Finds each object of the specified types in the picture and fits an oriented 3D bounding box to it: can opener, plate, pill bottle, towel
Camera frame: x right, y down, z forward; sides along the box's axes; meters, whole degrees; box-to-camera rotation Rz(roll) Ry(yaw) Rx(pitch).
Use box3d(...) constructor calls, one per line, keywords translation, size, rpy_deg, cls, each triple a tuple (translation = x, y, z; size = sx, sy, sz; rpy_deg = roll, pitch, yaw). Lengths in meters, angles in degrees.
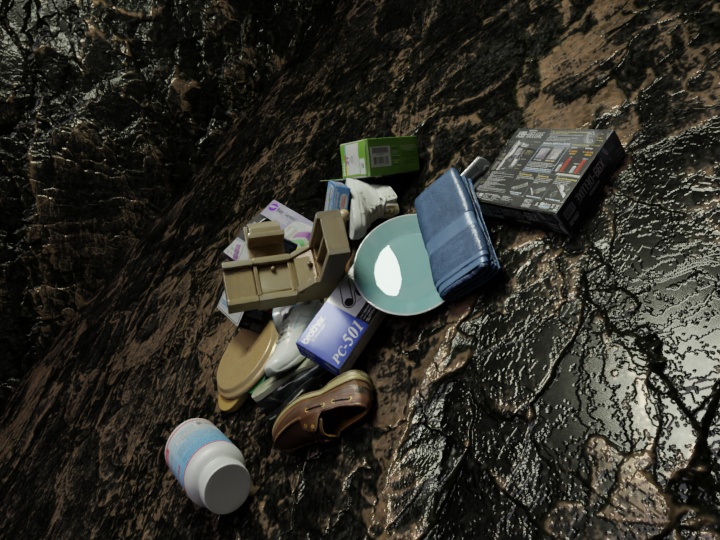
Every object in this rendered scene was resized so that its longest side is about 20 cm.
box3d(translation=(0.165, -0.119, 1.017), size=(0.199, 0.053, 0.067), rpy_deg=(-43, 31, 9), cls="can opener")
box3d(translation=(0.084, -0.009, 0.962), size=(0.194, 0.026, 0.205), rpy_deg=(-8, 55, 12), cls="plate")
box3d(translation=(-0.266, 0.341, 0.994), size=(0.110, 0.109, 0.198), rpy_deg=(-56, 30, -15), cls="pill bottle")
box3d(translation=(0.150, -0.058, 0.913), size=(0.111, 0.048, 0.204), rpy_deg=(-35, 50, 31), cls="towel")

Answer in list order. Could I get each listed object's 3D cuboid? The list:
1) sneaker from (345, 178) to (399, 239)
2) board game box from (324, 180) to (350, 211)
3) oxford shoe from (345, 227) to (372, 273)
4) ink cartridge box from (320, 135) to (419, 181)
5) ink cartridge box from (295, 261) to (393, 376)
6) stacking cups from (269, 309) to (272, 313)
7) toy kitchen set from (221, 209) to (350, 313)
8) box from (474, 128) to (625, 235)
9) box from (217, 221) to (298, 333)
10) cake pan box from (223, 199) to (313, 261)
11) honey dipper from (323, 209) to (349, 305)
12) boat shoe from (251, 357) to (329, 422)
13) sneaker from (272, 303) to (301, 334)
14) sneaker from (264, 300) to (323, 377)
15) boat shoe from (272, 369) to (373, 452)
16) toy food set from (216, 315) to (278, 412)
box3d(translation=(0.027, -0.125, 1.138), size=(0.202, 0.112, 0.075), rpy_deg=(-95, 13, -55), cls="sneaker")
box3d(translation=(-0.056, -0.102, 1.175), size=(0.200, 0.035, 0.156), rpy_deg=(-122, 40, -76), cls="board game box")
box3d(translation=(0.000, 0.000, 1.106), size=(0.203, 0.069, 0.072), rpy_deg=(-91, 22, -47), cls="oxford shoe")
box3d(translation=(0.013, -0.245, 1.265), size=(0.145, 0.078, 0.198), rpy_deg=(-12, 11, -35), cls="ink cartridge box")
box3d(translation=(-0.014, 0.075, 0.970), size=(0.092, 0.045, 0.202), rpy_deg=(24, 63, 24), cls="ink cartridge box")
box3d(translation=(-0.193, 0.004, 1.340), size=(0.060, 0.060, 0.204), rpy_deg=(-19, 41, 39), cls="stacking cups")
box3d(translation=(-0.142, -0.049, 0.980), size=(0.181, 0.194, 0.167), rpy_deg=(116, 142, -61), cls="toy kitchen set")
box3d(translation=(0.284, -0.147, 0.895), size=(0.159, 0.050, 0.199), rpy_deg=(-53, 31, -9), cls="box")
box3d(translation=(-0.218, 0.012, 1.197), size=(0.116, 0.059, 0.204), rpy_deg=(28, 94, 50), cls="box")
box3d(translation=(-0.197, -0.057, 1.324), size=(0.198, 0.053, 0.184), rpy_deg=(31, 68, 33), cls="cake pan box")
box3d(translation=(-0.041, -0.018, 1.064), size=(0.038, 0.037, 0.205), rpy_deg=(-107, 22, -57), cls="honey dipper")
box3d(translation=(-0.092, 0.190, 0.996), size=(0.197, 0.069, 0.072), rpy_deg=(-32, 7, 2), cls="boat shoe")
box3d(translation=(-0.122, 0.054, 1.188), size=(0.078, 0.078, 0.203), rpy_deg=(-9, 37, 14), cls="sneaker")
box3d(translation=(-0.122, 0.116, 1.033), size=(0.069, 0.081, 0.201), rpy_deg=(-23, 15, 35), cls="sneaker")
box3d(translation=(-0.063, 0.232, 0.890), size=(0.198, 0.072, 0.068), rpy_deg=(-35, 30, 18), cls="boat shoe")
box3d(translation=(-0.225, 0.183, 1.186), size=(0.196, 0.049, 0.202), rpy_deg=(-35, 32, 21), cls="toy food set")
